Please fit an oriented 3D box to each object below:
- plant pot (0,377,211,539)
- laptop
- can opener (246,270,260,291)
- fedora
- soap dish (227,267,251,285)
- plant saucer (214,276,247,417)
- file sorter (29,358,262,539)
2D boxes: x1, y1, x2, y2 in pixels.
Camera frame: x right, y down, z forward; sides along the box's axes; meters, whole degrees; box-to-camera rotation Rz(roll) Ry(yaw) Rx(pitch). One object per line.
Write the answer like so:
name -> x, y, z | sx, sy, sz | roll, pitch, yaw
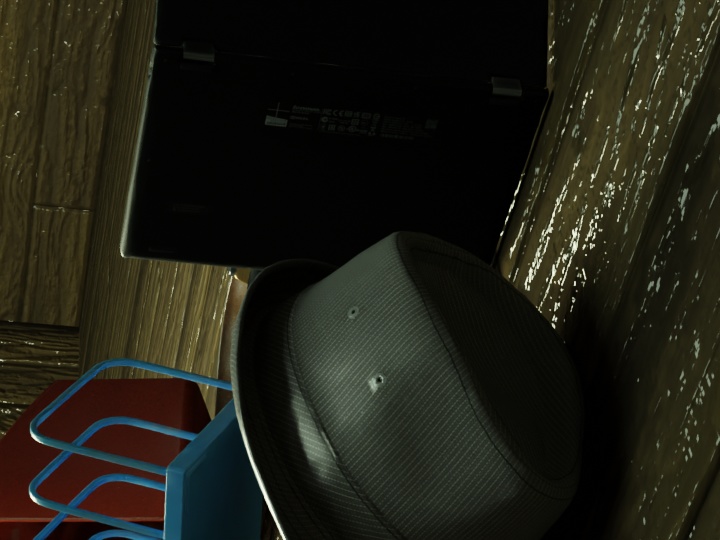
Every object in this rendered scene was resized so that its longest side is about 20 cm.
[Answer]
plant pot -> -0.202, 0.199, 1.615 | 0.200, 0.199, 0.177 | 75, -161, -45
laptop -> -0.012, -0.108, 0.930 | 0.116, 0.187, 0.200 | -97, 17, -48
can opener -> -0.038, 0.092, 1.273 | 0.063, 0.078, 0.201 | 158, 108, -67
fedora -> 0.034, 0.060, 0.799 | 0.090, 0.177, 0.200 | -41, 45, 27
soap dish -> -0.059, -0.073, 1.389 | 0.200, 0.081, 0.158 | -126, 42, -70
plant saucer -> -0.087, 0.080, 1.562 | 0.200, 0.037, 0.201 | -175, 90, -79
file sorter -> -0.146, 0.177, 1.282 | 0.139, 0.122, 0.200 | -47, -34, -61
